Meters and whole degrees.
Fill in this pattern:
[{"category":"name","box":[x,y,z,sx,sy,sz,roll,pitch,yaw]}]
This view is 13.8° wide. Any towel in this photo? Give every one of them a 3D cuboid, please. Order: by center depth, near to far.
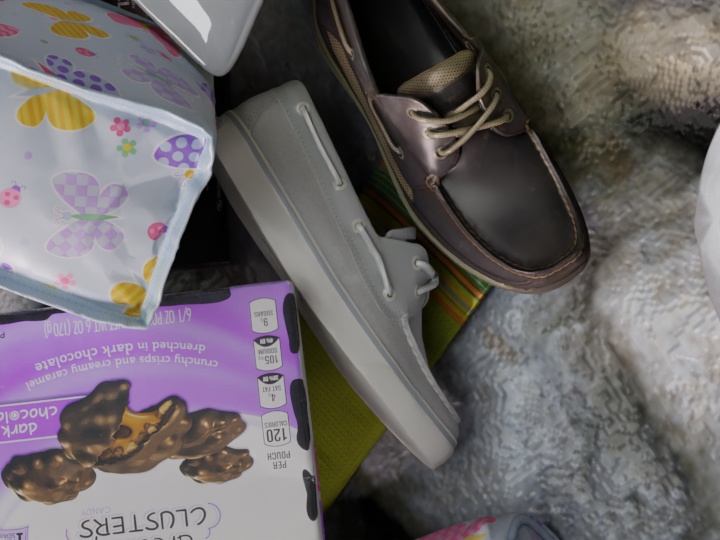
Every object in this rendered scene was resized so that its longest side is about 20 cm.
[{"category":"towel","box":[0.006,0.020,1.488,0.086,0.018,0.200,42,109,19]}]

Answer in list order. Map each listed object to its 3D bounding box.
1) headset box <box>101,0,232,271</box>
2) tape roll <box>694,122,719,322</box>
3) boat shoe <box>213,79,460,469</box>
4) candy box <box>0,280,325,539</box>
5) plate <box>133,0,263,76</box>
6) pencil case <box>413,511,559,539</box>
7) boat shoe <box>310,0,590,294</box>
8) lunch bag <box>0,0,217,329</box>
[{"category":"headset box","box":[-0.155,-0.071,1.530,0.199,0.077,0.150,-3,92,25]},{"category":"tape roll","box":[0.254,-0.020,1.339,0.199,0.066,0.202,1,92,26]},{"category":"boat shoe","box":[0.000,0.000,1.448,0.068,0.072,0.201,-34,89,-7]},{"category":"candy box","box":[-0.102,0.115,1.395,0.167,0.072,0.201,-7,83,-2]},{"category":"plate","box":[-0.092,-0.217,1.338,0.200,0.032,0.200,45,139,12]},{"category":"pencil case","box":[0.013,0.184,1.454,0.199,0.083,0.091,-19,55,26]},{"category":"boat shoe","box":[0.037,-0.075,1.420,0.074,0.073,0.200,-36,73,-6]},{"category":"lunch bag","box":[-0.174,-0.068,1.365,0.199,0.170,0.128,21,105,-12]}]
